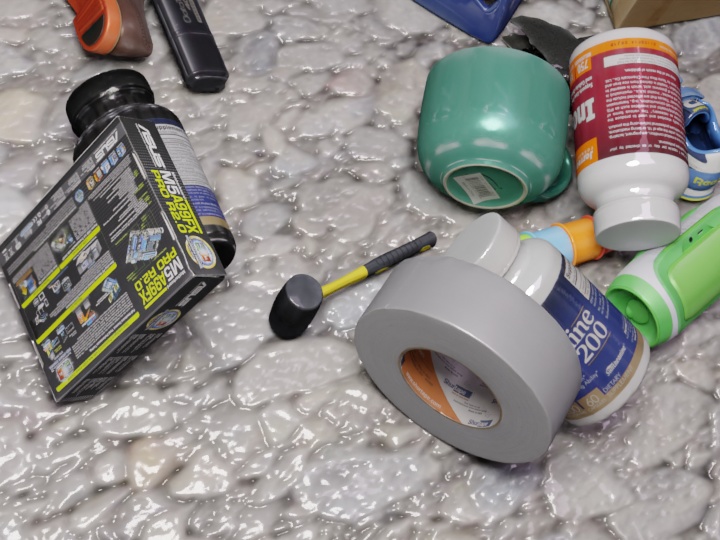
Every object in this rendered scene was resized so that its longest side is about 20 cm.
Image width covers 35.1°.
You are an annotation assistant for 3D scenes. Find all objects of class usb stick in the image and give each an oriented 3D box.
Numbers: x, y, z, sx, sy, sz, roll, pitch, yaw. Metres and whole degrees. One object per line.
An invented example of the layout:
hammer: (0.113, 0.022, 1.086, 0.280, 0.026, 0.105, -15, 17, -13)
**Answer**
usb stick: (-0.193, -0.275, 1.201, 0.055, 0.033, 0.203, -6, 64, -42)

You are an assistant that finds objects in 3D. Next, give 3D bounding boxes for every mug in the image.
mug: (0.147, -0.129, 1.149, 0.182, 0.152, 0.116, 14, 64, -7)

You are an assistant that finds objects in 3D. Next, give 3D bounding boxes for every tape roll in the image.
tape roll: (0.093, 0.081, 1.005, 0.199, 0.201, 0.066, 35, 61, 5)

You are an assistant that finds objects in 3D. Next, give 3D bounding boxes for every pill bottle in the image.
pill bottle: (0.271, -0.130, 1.146, 0.111, 0.113, 0.204, 4, 70, -12)
pill bottle: (0.167, 0.043, 1.057, 0.200, 0.110, 0.112, 42, 59, -17)
pill bottle: (-0.202, -0.082, 1.063, 0.110, 0.112, 0.202, -20, 70, -22)

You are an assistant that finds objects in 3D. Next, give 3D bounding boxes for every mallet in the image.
mallet: (0.000, 0.000, 1.098, 0.198, 0.066, 0.041, -29, 74, -25)

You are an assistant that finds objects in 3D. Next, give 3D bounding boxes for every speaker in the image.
speaker: (0.342, -0.004, 1.175, 0.199, 0.089, 0.089, -34, 76, -26)

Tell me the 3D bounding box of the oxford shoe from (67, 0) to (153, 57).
oxford shoe: (-0.268, -0.299, 1.191, 0.072, 0.071, 0.203, 11, 51, -44)

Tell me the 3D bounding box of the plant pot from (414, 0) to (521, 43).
plant pot: (0.130, -0.417, 1.271, 0.198, 0.180, 0.201, 31, 60, 3)

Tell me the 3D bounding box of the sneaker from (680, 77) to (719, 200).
sneaker: (0.346, -0.179, 1.263, 0.073, 0.083, 0.202, -23, 70, -21)

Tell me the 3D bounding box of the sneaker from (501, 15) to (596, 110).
sneaker: (0.237, -0.200, 1.262, 0.102, 0.060, 0.203, -8, 62, -18)

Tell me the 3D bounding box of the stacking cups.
stacking cups: (0.187, -0.023, 1.162, 0.197, 0.061, 0.061, -20, 70, -24)

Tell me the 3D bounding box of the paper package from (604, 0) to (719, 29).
paper package: (0.384, -0.387, 1.307, 0.187, 0.201, 0.105, -12, 68, -20)

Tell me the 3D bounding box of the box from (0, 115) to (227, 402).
box: (-0.221, -0.007, 0.981, 0.044, 0.199, 0.162, -1, 56, -56)
